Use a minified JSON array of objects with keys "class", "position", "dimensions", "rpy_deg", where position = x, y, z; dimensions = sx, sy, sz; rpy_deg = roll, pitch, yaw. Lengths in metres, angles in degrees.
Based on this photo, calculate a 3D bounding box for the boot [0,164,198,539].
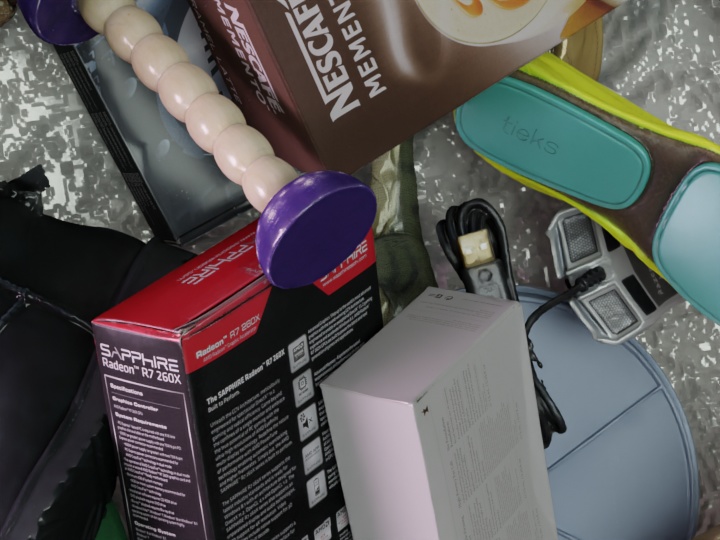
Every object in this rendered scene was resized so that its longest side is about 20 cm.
[{"class":"boot","position":[-0.170,0.042,0.893],"dimensions":[0.162,0.073,0.198],"rpy_deg":[19,67,10]}]

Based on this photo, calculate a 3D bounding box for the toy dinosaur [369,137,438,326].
[{"class":"toy dinosaur","position":[0.000,0.000,0.970],"dimensions":[0.088,0.047,0.200],"rpy_deg":[-4,99,-25]}]

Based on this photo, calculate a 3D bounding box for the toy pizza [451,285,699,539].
[{"class":"toy pizza","position":[0.061,0.106,1.035],"dimensions":[0.200,0.032,0.200],"rpy_deg":[-1,92,-16]}]

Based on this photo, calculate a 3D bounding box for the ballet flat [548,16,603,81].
[{"class":"ballet flat","position":[0.083,-0.174,1.021],"dimensions":[0.063,0.069,0.200],"rpy_deg":[-3,97,-45]}]

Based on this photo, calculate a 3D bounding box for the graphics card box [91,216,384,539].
[{"class":"graphics card box","position":[-0.037,0.086,0.904],"dimensions":[0.125,0.051,0.200],"rpy_deg":[-35,125,-46]}]

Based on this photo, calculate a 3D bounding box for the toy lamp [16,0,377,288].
[{"class":"toy lamp","position":[-0.076,-0.077,0.873],"dimensions":[0.058,0.058,0.200],"rpy_deg":[-37,61,-12]}]

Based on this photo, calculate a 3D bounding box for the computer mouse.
[{"class":"computer mouse","position":[0.111,0.000,1.013],"dimensions":[0.200,0.044,0.110],"rpy_deg":[-24,91,-43]}]

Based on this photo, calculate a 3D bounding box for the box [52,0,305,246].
[{"class":"box","position":[-0.062,-0.135,0.978],"dimensions":[0.160,0.044,0.200],"rpy_deg":[-29,100,-15]}]

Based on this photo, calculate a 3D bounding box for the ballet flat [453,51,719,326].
[{"class":"ballet flat","position":[0.131,-0.036,0.955],"dimensions":[0.200,0.067,0.067],"rpy_deg":[33,117,9]}]

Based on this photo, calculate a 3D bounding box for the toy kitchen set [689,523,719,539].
[{"class":"toy kitchen set","position":[0.189,0.068,1.028],"dimensions":[0.180,0.200,0.163],"rpy_deg":[-33,107,23]}]

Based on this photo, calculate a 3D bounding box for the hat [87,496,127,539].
[{"class":"hat","position":[-0.149,0.171,0.979],"dimensions":[0.200,0.176,0.166],"rpy_deg":[35,78,24]}]

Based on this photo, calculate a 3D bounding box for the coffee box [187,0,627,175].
[{"class":"coffee box","position":[0.033,-0.137,0.910],"dimensions":[0.200,0.080,0.114],"rpy_deg":[-33,120,-14]}]

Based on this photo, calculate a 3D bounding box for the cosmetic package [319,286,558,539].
[{"class":"cosmetic package","position":[0.040,0.114,0.935],"dimensions":[0.083,0.051,0.200],"rpy_deg":[-42,131,-44]}]

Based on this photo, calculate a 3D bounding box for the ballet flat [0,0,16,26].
[{"class":"ballet flat","position":[-0.218,-0.175,0.918],"dimensions":[0.065,0.071,0.200],"rpy_deg":[-34,99,2]}]
